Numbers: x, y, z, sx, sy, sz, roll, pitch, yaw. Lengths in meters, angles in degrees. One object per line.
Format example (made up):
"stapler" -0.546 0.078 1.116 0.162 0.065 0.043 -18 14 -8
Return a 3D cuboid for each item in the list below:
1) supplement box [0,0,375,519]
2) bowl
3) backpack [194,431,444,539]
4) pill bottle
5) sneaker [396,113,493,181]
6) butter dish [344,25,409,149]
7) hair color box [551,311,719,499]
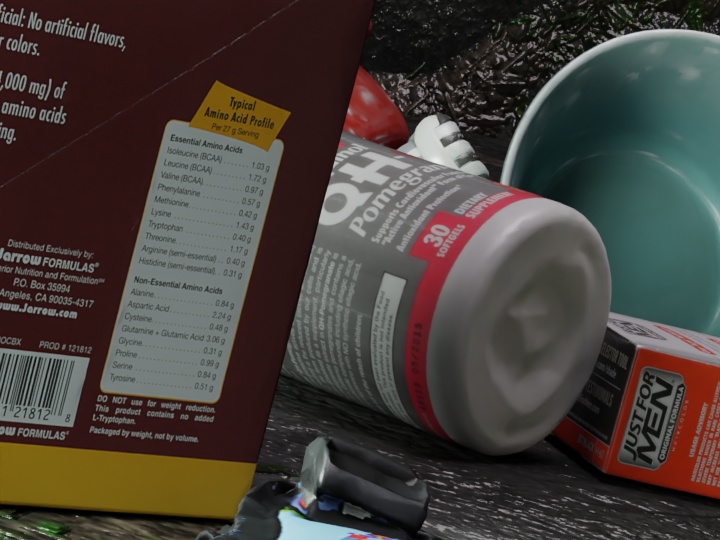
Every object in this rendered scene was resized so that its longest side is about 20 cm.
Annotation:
"supplement box" -0.125 -0.040 0.932 0.197 0.201 0.133 9 8 -43
"bowl" 0.148 -0.013 1.480 0.200 0.202 0.105 13 -13 -13
"backpack" 0.013 0.105 0.295 0.182 0.135 0.200 18 7 22
"pill bottle" 0.000 0.000 1.268 0.200 0.111 0.111 20 8 37
"sneaker" 0.004 -0.005 1.502 0.075 0.115 0.200 54 -13 20
"butter dish" -0.047 -0.093 1.657 0.199 0.148 0.200 36 10 9
"hair color box" 0.189 0.072 1.305 0.199 0.062 0.102 14 6 -16
